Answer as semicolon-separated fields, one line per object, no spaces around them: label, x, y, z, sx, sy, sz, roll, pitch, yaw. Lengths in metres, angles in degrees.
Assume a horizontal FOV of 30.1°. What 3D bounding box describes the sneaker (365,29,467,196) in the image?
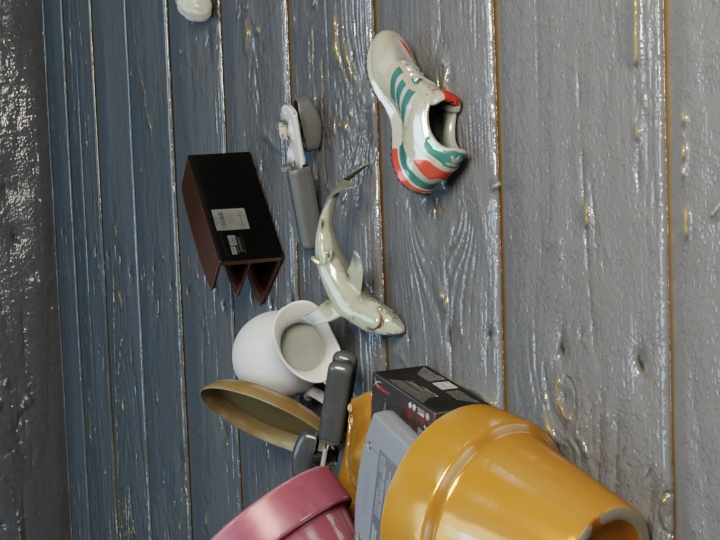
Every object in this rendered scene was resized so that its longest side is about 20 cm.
sneaker;0.070;-0.187;1.458;0.093;0.070;0.200;-33;60;43

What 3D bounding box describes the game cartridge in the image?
game cartridge;0.039;0.259;1.438;0.133;0.040;0.200;37;126;52

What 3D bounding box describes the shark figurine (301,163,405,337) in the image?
shark figurine;-0.015;-0.014;1.650;0.128;0.089;0.215;-18;85;31

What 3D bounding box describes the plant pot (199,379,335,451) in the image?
plant pot;-0.122;0.196;1.811;0.200;0.200;0.028;-30;33;63

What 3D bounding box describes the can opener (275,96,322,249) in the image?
can opener;-0.073;-0.128;1.780;0.053;0.066;0.201;-147;48;-62

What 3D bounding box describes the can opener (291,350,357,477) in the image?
can opener;-0.050;0.192;1.691;0.053;0.067;0.200;-64;-16;-62

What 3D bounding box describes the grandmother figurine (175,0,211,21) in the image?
grandmother figurine;-0.290;-0.477;2.179;0.121;0.060;0.200;73;171;-52

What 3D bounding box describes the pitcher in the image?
pitcher;-0.085;0.130;1.787;0.172;0.121;0.200;57;156;-4

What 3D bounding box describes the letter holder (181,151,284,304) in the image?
letter holder;-0.203;-0.057;2.020;0.142;0.100;0.200;115;142;-51

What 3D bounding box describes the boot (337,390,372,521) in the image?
boot;0.003;0.238;1.672;0.201;0.071;0.144;122;148;-60

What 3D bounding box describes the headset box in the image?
headset box;0.073;0.224;1.486;0.149;0.075;0.201;29;120;60

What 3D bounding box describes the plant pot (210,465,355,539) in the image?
plant pot;-0.066;0.358;1.559;0.179;0.200;0.200;51;144;15

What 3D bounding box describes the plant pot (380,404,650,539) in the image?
plant pot;0.151;0.242;1.207;0.183;0.200;0.201;17;110;48
